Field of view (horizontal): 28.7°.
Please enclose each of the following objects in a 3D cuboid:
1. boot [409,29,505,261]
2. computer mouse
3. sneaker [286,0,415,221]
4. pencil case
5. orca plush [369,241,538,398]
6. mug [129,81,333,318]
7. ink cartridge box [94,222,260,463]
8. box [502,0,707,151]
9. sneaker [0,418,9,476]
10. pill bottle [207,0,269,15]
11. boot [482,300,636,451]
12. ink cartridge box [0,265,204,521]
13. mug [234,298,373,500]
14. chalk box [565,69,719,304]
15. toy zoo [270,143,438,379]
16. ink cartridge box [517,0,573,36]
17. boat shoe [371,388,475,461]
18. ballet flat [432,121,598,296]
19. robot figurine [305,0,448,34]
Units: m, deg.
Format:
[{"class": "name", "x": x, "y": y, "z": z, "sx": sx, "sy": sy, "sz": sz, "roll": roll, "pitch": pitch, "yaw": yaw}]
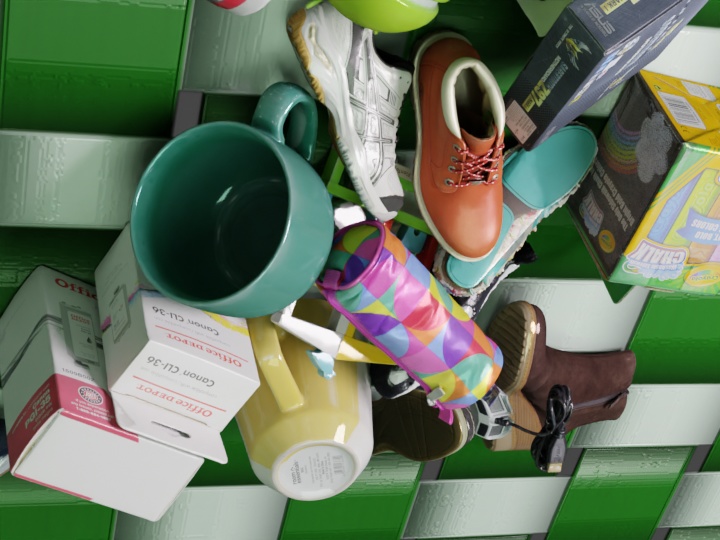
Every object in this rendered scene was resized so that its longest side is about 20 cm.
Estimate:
[{"class": "boot", "x": 0.087, "y": -0.092, "z": 1.169, "sx": 0.075, "sy": 0.107, "sz": 0.201, "roll": -15, "pitch": 111, "yaw": -9}, {"class": "computer mouse", "x": 0.121, "y": 0.128, "z": 1.396, "sx": 0.044, "sy": 0.199, "sz": 0.110, "roll": -48, "pitch": 146, "yaw": -36}, {"class": "sneaker", "x": 0.012, "y": -0.134, "z": 1.162, "sx": 0.087, "sy": 0.076, "sz": 0.201, "roll": -24, "pitch": 121, "yaw": -3}, {"class": "pencil case", "x": 0.044, "y": 0.044, "z": 1.221, "sx": 0.088, "sy": 0.089, "sz": 0.200, "roll": -35, "pitch": 121, "yaw": 14}, {"class": "orca plush", "x": 0.077, "y": 0.035, "z": 1.312, "sx": 0.199, "sy": 0.106, "sz": 0.071, "roll": -34, "pitch": 145, "yaw": 11}, {"class": "mug", "x": -0.086, "y": -0.045, "z": 1.167, "sx": 0.184, "sy": 0.153, "sz": 0.114, "roll": -32, "pitch": 159, "yaw": 16}, {"class": "ink cartridge box", "x": -0.157, "y": 0.061, "z": 1.207, "sx": 0.116, "sy": 0.201, "sz": 0.068, "roll": 24, "pitch": 120, "yaw": -32}, {"class": "box", "x": 0.201, "y": -0.185, "z": 1.102, "sx": 0.157, "sy": 0.051, "sz": 0.200, "roll": -37, "pitch": 174, "yaw": -19}, {"class": "sneaker", "x": -0.416, "y": 0.154, "z": 1.296, "sx": 0.199, "sy": 0.070, "sz": 0.109, "roll": -12, "pitch": 134, "yaw": -3}, {"class": "pill bottle", "x": -0.142, "y": -0.271, "z": 0.989, "sx": 0.199, "sy": 0.111, "sz": 0.111, "roll": 24, "pitch": 119, "yaw": -32}, {"class": "boot", "x": 0.210, "y": 0.097, "z": 1.454, "sx": 0.165, "sy": 0.072, "sz": 0.201, "roll": -13, "pitch": 132, "yaw": -22}, {"class": "ink cartridge box", "x": -0.231, "y": 0.103, "z": 1.222, "sx": 0.146, "sy": 0.200, "sz": 0.083, "roll": 25, "pitch": 115, "yaw": -32}, {"class": "mug", "x": -0.066, "y": 0.124, "z": 1.316, "sx": 0.186, "sy": 0.154, "sz": 0.149, "roll": 29, "pitch": 120, "yaw": -32}, {"class": "chalk box", "x": 0.279, "y": -0.060, "z": 1.287, "sx": 0.123, "sy": 0.125, "sz": 0.201, "roll": 7, "pitch": 128, "yaw": -22}, {"class": "toy zoo", "x": 0.000, "y": 0.000, "z": 1.252, "sx": 0.131, "sy": 0.020, "sz": 0.201, "roll": 20, "pitch": 88, "yaw": -30}, {"class": "ink cartridge box", "x": 0.180, "y": -0.286, "z": 1.068, "sx": 0.200, "sy": 0.117, "sz": 0.067, "roll": -40, "pitch": 131, "yaw": 17}, {"class": "boat shoe", "x": 0.054, "y": 0.150, "z": 1.390, "sx": 0.066, "sy": 0.072, "sz": 0.200, "roll": -9, "pitch": 176, "yaw": -35}, {"class": "ballet flat", "x": 0.133, "y": -0.059, "z": 1.274, "sx": 0.076, "sy": 0.064, "sz": 0.200, "roll": 46, "pitch": 81, "yaw": -6}, {"class": "robot figurine", "x": 0.041, "y": -0.264, "z": 1.044, "sx": 0.175, "sy": 0.116, "sz": 0.200, "roll": 15, "pitch": 123, "yaw": -43}]
